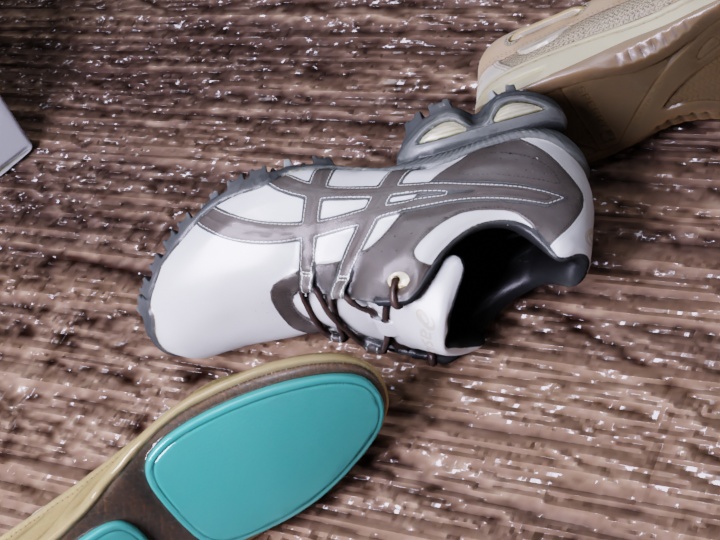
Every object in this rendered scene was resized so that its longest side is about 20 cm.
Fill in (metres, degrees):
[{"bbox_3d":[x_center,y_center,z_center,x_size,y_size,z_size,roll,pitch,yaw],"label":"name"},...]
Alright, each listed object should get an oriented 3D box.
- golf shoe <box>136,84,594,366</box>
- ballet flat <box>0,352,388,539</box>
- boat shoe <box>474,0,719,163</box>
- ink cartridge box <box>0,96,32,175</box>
[{"bbox_3d":[0.000,0.000,0.647,0.199,0.078,0.095,-25,48,12],"label":"golf shoe"},{"bbox_3d":[-0.082,0.086,0.621,0.199,0.069,0.063,-34,28,-6],"label":"ballet flat"},{"bbox_3d":[0.139,-0.102,0.670,0.199,0.071,0.065,-15,45,18],"label":"boat shoe"},{"bbox_3d":[-0.280,-0.129,0.876,0.084,0.146,0.200,-39,43,-12],"label":"ink cartridge box"}]
